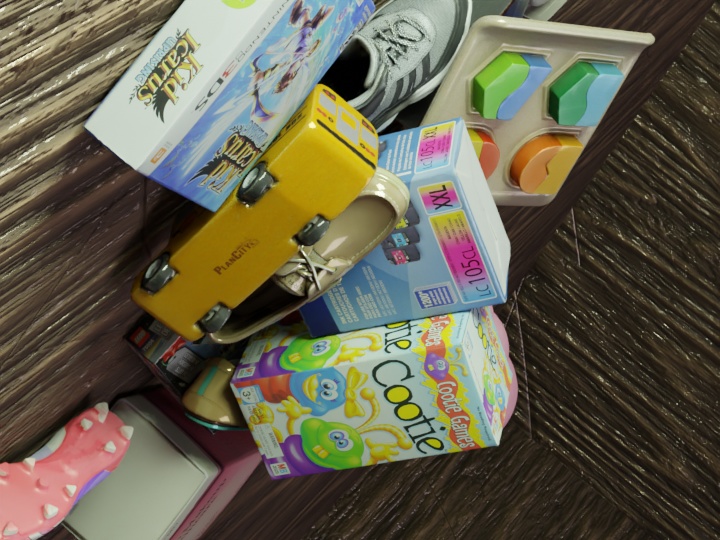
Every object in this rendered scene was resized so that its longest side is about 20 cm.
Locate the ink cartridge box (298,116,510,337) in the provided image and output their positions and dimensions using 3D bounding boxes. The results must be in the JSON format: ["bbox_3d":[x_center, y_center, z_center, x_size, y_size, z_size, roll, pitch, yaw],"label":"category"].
[{"bbox_3d":[0.005,-0.028,1.230,0.076,0.199,0.137,-75,148,-50],"label":"ink cartridge box"}]

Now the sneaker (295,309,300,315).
[{"bbox_3d":[-0.023,0.074,1.381,0.074,0.115,0.200,-67,-177,-58],"label":"sneaker"}]

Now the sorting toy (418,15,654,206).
[{"bbox_3d":[0.129,-0.119,1.257,0.185,0.037,0.200,-1,137,-37],"label":"sorting toy"}]

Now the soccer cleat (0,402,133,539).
[{"bbox_3d":[-0.253,0.174,1.221,0.077,0.067,0.200,-52,174,34],"label":"soccer cleat"}]

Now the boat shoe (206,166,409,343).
[{"bbox_3d":[-0.043,-0.007,1.161,0.200,0.072,0.065,-32,-149,31],"label":"boat shoe"}]

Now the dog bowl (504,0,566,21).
[{"bbox_3d":[0.188,-0.315,1.432,0.200,0.059,0.200,-50,170,-12],"label":"dog bowl"}]

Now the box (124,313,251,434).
[{"bbox_3d":[-0.119,0.053,1.340,0.137,0.040,0.200,-49,159,-12],"label":"box"}]

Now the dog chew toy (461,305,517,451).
[{"bbox_3d":[0.086,0.081,1.451,0.125,0.124,0.200,-46,151,-28],"label":"dog chew toy"}]

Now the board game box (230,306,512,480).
[{"bbox_3d":[0.011,0.090,1.278,0.199,0.105,0.103,-12,-153,19],"label":"board game box"}]

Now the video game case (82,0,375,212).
[{"bbox_3d":[-0.073,-0.129,0.968,0.181,0.045,0.200,-50,171,2],"label":"video game case"}]

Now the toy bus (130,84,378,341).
[{"bbox_3d":[-0.078,-0.038,1.102,0.200,0.065,0.078,-41,-154,27],"label":"toy bus"}]

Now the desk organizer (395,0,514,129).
[{"bbox_3d":[0.082,-0.215,1.286,0.200,0.072,0.077,-52,173,9],"label":"desk organizer"}]

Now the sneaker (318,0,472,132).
[{"bbox_3d":[0.016,-0.161,1.158,0.200,0.075,0.114,-46,172,-13],"label":"sneaker"}]

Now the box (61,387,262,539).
[{"bbox_3d":[-0.185,0.189,1.442,0.128,0.109,0.200,-52,171,9],"label":"box"}]

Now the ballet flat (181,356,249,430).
[{"bbox_3d":[-0.089,0.113,1.356,0.063,0.069,0.200,-67,160,-2],"label":"ballet flat"}]
